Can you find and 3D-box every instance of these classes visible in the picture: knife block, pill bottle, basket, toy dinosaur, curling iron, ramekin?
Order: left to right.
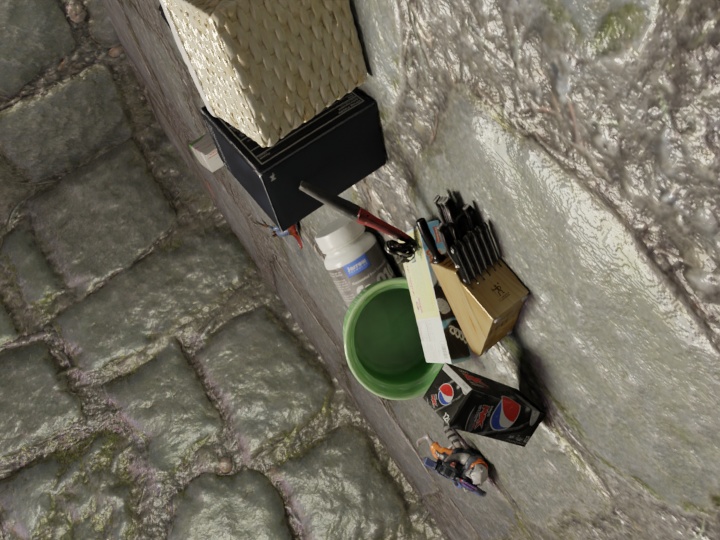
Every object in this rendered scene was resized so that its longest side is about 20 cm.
[{"bbox_3d":[-0.118,-0.304,0.859,0.160,0.197,0.202,38,157,41],"label":"basket"},{"bbox_3d":[-0.191,-0.141,1.812,0.197,0.107,0.180,22,169,-29],"label":"toy dinosaur"},{"bbox_3d":[0.000,0.000,1.288,0.203,0.113,0.113,60,166,-16],"label":"pill bottle"},{"bbox_3d":[0.001,-0.072,0.949,0.198,0.026,0.050,33,-143,-15],"label":"curling iron"},{"bbox_3d":[0.061,0.109,1.159,0.203,0.198,0.098,58,173,-10],"label":"ramekin"},{"bbox_3d":[0.139,0.002,0.908,0.177,0.063,0.201,52,166,23],"label":"knife block"}]

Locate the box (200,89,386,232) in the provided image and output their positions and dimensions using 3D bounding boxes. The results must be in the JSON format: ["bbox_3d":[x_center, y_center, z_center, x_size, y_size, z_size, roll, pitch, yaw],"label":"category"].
[{"bbox_3d":[-0.099,-0.198,1.009,0.199,0.198,0.124,46,163,38],"label":"box"}]

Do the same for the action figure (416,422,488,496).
[{"bbox_3d":[0.210,0.417,1.519,0.199,0.106,0.192,36,175,-34],"label":"action figure"}]

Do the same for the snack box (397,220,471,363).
[{"bbox_3d":[0.108,0.036,1.015,0.116,0.036,0.205,156,101,-76],"label":"snack box"}]

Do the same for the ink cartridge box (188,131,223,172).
[{"bbox_3d":[-0.410,-0.349,1.946,0.199,0.116,0.068,36,157,58],"label":"ink cartridge box"}]

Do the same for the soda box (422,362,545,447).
[{"bbox_3d":[0.184,0.199,0.987,0.198,0.064,0.071,24,-168,-41],"label":"soda box"}]

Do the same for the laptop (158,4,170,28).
[{"bbox_3d":[-0.383,-0.567,1.591,0.179,0.102,0.200,56,-168,7],"label":"laptop"}]
